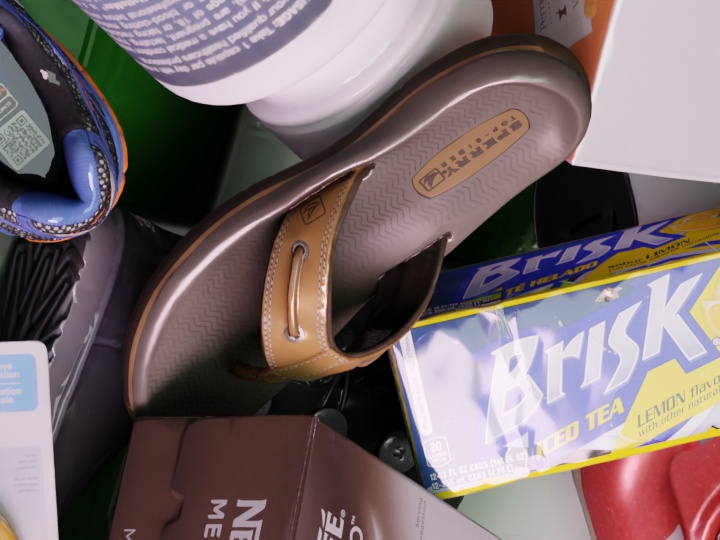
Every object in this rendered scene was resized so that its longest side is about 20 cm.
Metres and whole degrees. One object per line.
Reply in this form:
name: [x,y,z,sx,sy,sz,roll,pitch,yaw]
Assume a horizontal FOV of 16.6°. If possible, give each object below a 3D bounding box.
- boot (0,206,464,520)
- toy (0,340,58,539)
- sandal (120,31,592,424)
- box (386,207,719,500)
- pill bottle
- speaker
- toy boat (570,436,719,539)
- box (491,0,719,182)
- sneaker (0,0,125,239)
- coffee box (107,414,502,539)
boot: [-0.055,0.071,0.935,0.199,0.066,0.166,19,103,-37]
toy: [-0.144,0.120,0.759,0.114,0.047,0.202,-1,82,-18]
sandal: [0.000,0.000,0.832,0.199,0.055,0.082,-35,139,13]
box: [0.110,0.022,0.898,0.199,0.064,0.071,-13,104,0]
pill bottle: [-0.049,-0.126,0.816,0.120,0.120,0.200,-48,124,-2]
speaker: [0.172,-0.027,0.999,0.199,0.081,0.082,-6,114,-25]
toy boat: [0.177,0.120,1.033,0.130,0.131,0.201,-29,121,-14]
box: [0.109,-0.147,0.888,0.097,0.124,0.201,4,108,-29]
sneaker: [-0.145,-0.084,0.786,0.200,0.078,0.075,42,88,-20]
coffee box: [-0.005,0.137,0.874,0.200,0.079,0.114,37,58,-50]
